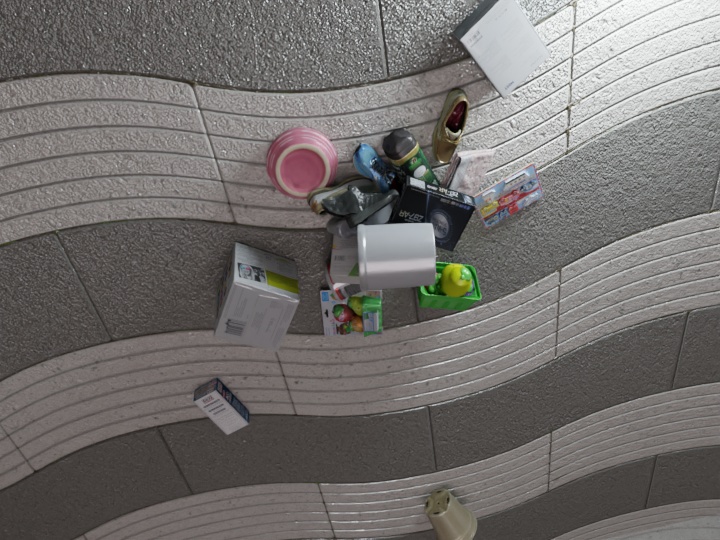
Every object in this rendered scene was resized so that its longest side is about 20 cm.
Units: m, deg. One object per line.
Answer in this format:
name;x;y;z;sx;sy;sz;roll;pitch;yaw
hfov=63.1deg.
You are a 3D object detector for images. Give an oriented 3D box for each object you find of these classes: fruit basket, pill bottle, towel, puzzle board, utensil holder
fruit basket;-0.025;0.141;1.854;0.193;0.095;0.190;-4;125;-2
pill bottle;0.000;0.000;1.747;0.195;0.117;0.117;-23;125;7
towel;0.280;-0.237;1.621;0.188;0.032;0.203;-16;138;-47
puzzle board;0.431;-0.212;1.705;0.197;0.018;0.151;-30;139;10
fruit basket;0.273;0.029;1.781;0.208;0.159;0.219;-3;139;-3
utensil holder;0.092;-0.036;1.524;0.193;0.172;0.174;-2;125;2

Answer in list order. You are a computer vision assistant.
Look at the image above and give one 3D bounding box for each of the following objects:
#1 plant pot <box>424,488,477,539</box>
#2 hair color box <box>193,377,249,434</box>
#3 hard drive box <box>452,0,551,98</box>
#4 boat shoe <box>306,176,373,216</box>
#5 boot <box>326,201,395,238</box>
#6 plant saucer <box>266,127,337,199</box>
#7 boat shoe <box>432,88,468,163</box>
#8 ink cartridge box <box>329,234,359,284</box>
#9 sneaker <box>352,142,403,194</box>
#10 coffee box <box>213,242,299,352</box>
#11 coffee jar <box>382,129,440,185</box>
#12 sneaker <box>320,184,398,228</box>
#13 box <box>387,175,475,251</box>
plant pot;0.365;1.033;2.472;0.197;0.202;0.186;-29;112;12
hair color box;-0.477;0.471;2.026;0.098;0.061;0.202;-26;124;9
hard drive box;0.348;-0.559;1.446;0.155;0.078;0.199;-39;120;18
boat shoe;-0.046;-0.197;1.607;0.195;0.069;0.076;-21;145;-17
boot;-0.003;-0.153;1.625;0.196;0.095;0.075;-25;115;-25
plant saucer;-0.155;-0.278;1.576;0.194;0.051;0.205;-5;125;-6
boat shoe;0.239;-0.374;1.561;0.072;0.067;0.205;2;124;-10
ink cartridge box;-0.020;-0.069;1.673;0.113;0.206;0.068;2;160;9
sneaker;0.060;-0.269;1.578;0.199;0.089;0.080;41;76;-35
coffee box;-0.303;0.077;1.702;0.195;0.200;0.203;16;120;-21
coffee jar;0.138;-0.281;1.584;0.085;0.104;0.201;-37;122;-1
sneaker;0.000;-0.188;1.541;0.198;0.060;0.106;-34;91;-15
box;0.186;-0.149;1.562;0.195;0.044;0.162;16;130;-10
